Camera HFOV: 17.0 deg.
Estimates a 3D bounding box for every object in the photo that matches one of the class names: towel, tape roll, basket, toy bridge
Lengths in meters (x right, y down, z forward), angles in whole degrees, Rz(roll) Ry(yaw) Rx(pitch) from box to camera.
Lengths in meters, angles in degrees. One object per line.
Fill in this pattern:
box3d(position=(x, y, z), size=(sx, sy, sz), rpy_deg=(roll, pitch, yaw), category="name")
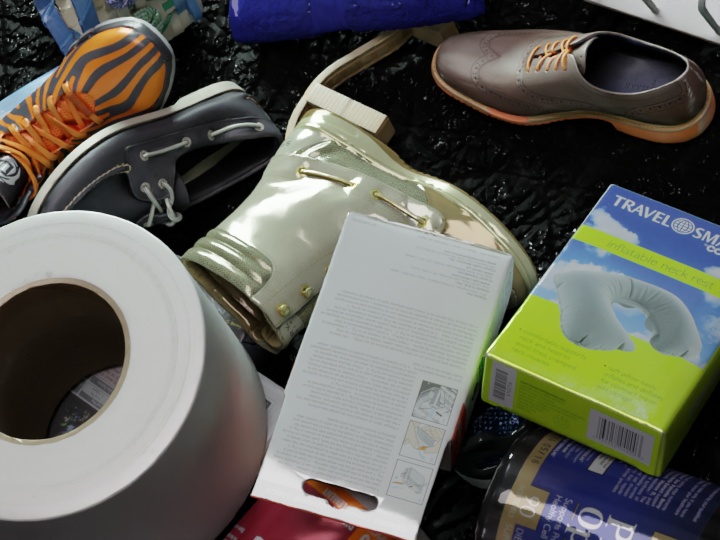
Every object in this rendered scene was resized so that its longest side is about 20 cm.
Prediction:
box3d(position=(-0.004, -0.239, 1.692), size=(0.200, 0.050, 0.148), rpy_deg=(-2, 91, 30), category="towel")
box3d(position=(-0.171, 0.081, 1.489), size=(0.202, 0.139, 0.203), rpy_deg=(-5, 66, 12), category="tape roll")
box3d(position=(-0.223, -0.202, 1.703), size=(0.200, 0.176, 0.139), rpy_deg=(-27, 52, -7), category="basket")
box3d(position=(-0.008, -0.109, 1.678), size=(0.067, 0.027, 0.200), rpy_deg=(26, 74, 26), category="toy bridge")

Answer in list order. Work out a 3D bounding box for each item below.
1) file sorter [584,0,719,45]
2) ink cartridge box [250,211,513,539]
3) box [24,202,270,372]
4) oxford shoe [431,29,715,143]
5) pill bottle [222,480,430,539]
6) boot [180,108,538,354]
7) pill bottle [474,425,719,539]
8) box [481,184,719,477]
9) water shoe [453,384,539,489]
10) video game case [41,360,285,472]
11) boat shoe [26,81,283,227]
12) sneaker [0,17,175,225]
box3d(position=(0.248, -0.221, 1.565), size=(0.200, 0.125, 0.139), rpy_deg=(21, 93, 17), category="file sorter")
box3d(position=(0.015, 0.071, 1.471), size=(0.109, 0.050, 0.200), rpy_deg=(15, 65, 10), category="ink cartridge box")
box3d(position=(-0.173, 0.057, 1.633), size=(0.200, 0.050, 0.158), rpy_deg=(19, 71, 23), category="box")
box3d(position=(0.139, -0.140, 1.623), size=(0.200, 0.073, 0.071), rpy_deg=(9, 68, 20), category="oxford shoe")
box3d(position=(-0.054, 0.216, 1.485), size=(0.113, 0.113, 0.200), rpy_deg=(36, 79, 28), category="pill bottle")
box3d(position=(0.000, 0.000, 1.571), size=(0.200, 0.072, 0.155), rpy_deg=(34, 64, 15), category="boot")
box3d(position=(0.177, 0.173, 1.438), size=(0.200, 0.112, 0.112), rpy_deg=(18, 71, 24), category="pill bottle")
box3d(position=(0.173, 0.027, 1.480), size=(0.122, 0.048, 0.200), rpy_deg=(23, 49, 19), category="box")
box3d(position=(0.130, 0.054, 1.528), size=(0.071, 0.079, 0.200), rpy_deg=(34, 78, 27), category="water shoe")
box3d(position=(-0.165, 0.109, 1.565), size=(0.200, 0.023, 0.182), rpy_deg=(32, 77, 25), category="video game case")
box3d(position=(-0.137, -0.064, 1.639), size=(0.200, 0.073, 0.063), rpy_deg=(-32, 57, -33), category="boat shoe")
box3d(position=(-0.210, -0.089, 1.645), size=(0.200, 0.078, 0.112), rpy_deg=(-38, 11, 36), category="sneaker")
